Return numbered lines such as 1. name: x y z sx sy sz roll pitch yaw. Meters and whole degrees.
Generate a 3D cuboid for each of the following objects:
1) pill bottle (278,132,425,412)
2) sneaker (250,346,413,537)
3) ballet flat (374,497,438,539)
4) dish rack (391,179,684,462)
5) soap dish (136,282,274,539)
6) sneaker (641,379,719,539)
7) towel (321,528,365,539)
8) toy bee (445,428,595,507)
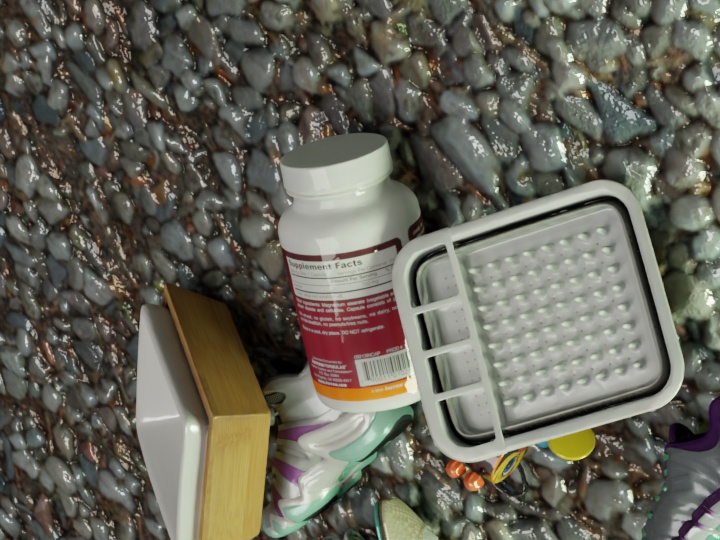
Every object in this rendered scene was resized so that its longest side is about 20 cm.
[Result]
1. pill bottle: 0.000 0.000 1.680 0.113 0.113 0.200 4 114 39
2. sneaker: -0.053 0.127 1.829 0.140 0.078 0.200 49 125 11
3. ballet flat: 0.063 0.273 1.825 0.062 0.067 0.200 -10 112 13
4. dish rack: 0.132 0.038 1.577 0.200 0.044 0.172 -18 79 23
5. soap dish: -0.134 0.127 1.832 0.200 0.081 0.157 -116 27 -53
6. sneaker: 0.246 0.166 1.603 0.088 0.074 0.200 54 128 23
7. towel: -0.010 0.350 1.875 0.171 0.048 0.200 -114 30 -49
8. toy bee: 0.118 0.121 1.650 0.131 0.109 0.200 13 121 33
